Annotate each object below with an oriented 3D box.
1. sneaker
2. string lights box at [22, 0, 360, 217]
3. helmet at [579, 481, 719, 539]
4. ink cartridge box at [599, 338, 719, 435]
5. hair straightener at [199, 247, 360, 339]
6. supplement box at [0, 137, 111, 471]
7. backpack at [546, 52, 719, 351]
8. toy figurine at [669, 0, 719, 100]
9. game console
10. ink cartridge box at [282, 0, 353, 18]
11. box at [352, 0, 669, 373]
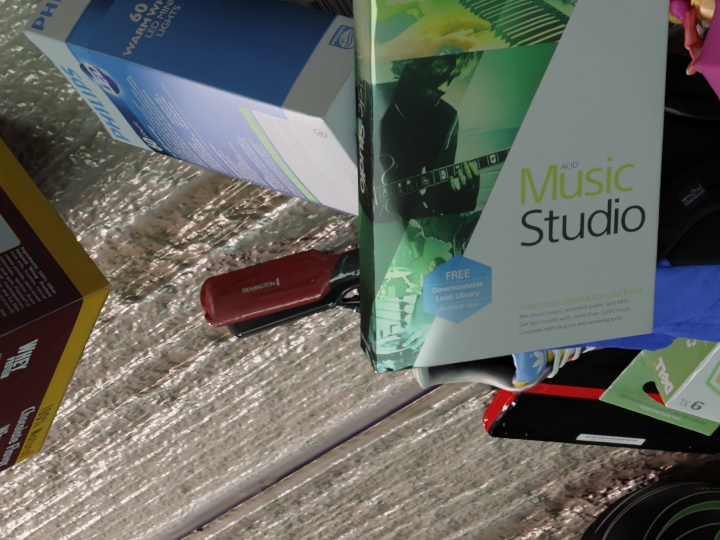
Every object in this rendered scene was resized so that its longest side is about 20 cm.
[{"bbox_3d":[0.127,0.037,1.232,0.199,0.090,0.075,-13,120,11],"label":"sneaker"},{"bbox_3d":[-0.063,-0.092,0.966,0.200,0.059,0.103,20,160,33],"label":"string lights box"},{"bbox_3d":[0.261,0.260,1.507,0.200,0.191,0.200,24,143,20],"label":"helmet"},{"bbox_3d":[0.259,0.052,1.273,0.104,0.059,0.200,17,126,-27],"label":"ink cartridge box"},{"bbox_3d":[0.000,0.000,1.235,0.199,0.041,0.077,-21,158,14],"label":"hair straightener"},{"bbox_3d":[-0.278,0.048,1.094,0.200,0.133,0.197,-27,160,-36],"label":"supplement box"},{"bbox_3d":[0.169,-0.037,1.091,0.199,0.163,0.168,-2,154,-27],"label":"backpack"},{"bbox_3d":[0.187,-0.132,0.922,0.150,0.185,0.200,-3,147,-4],"label":"toy figurine"},{"bbox_3d":[0.206,0.077,1.377,0.199,0.031,0.177,6,147,-16],"label":"game console"},{"bbox_3d":[0.018,-0.189,0.904,0.146,0.086,0.200,-15,144,16],"label":"ink cartridge box"},{"bbox_3d":[0.070,-0.054,0.894,0.144,0.036,0.201,-8,116,-13],"label":"box"}]
